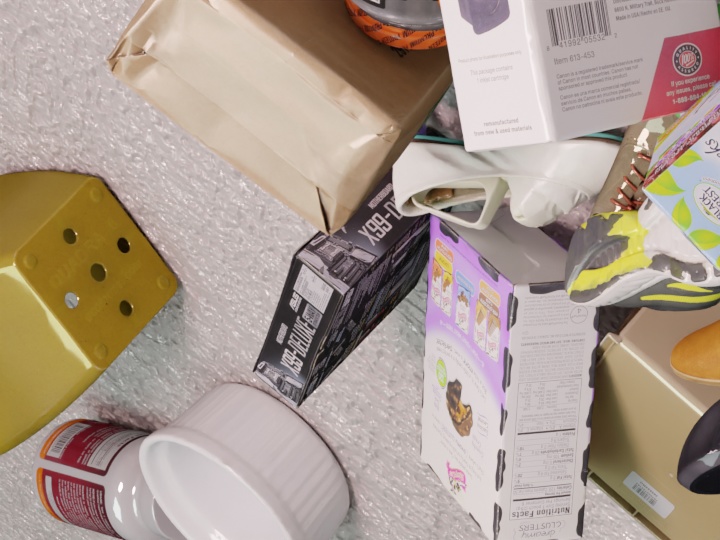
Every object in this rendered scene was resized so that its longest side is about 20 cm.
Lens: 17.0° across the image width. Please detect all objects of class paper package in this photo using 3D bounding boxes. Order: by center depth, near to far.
[{"bbox_3d":[-0.041,-0.145,1.611,0.191,0.200,0.104,38,119,-2],"label":"paper package"}]

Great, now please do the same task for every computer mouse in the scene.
[{"bbox_3d":[0.296,0.094,1.549,0.139,0.200,0.053,86,171,-67],"label":"computer mouse"}]

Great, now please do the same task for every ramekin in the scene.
[{"bbox_3d":[-0.105,0.202,2.291,0.200,0.098,0.201,32,149,22],"label":"ramekin"}]

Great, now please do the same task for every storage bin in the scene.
[{"bbox_3d":[0.249,0.119,1.731,0.200,0.094,0.199,41,152,7],"label":"storage bin"}]

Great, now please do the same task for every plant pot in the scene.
[{"bbox_3d":[-0.291,0.023,2.219,0.176,0.200,0.200,-19,113,46],"label":"plant pot"}]

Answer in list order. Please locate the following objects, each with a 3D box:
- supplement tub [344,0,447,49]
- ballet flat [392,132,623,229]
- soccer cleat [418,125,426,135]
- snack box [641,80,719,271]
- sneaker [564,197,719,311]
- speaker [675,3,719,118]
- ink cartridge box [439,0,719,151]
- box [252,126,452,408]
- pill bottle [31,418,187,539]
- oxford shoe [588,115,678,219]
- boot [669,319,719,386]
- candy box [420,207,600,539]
[{"bbox_3d":[0.037,-0.240,1.507,0.122,0.123,0.200,33,150,21],"label":"supplement tub"},{"bbox_3d":[0.104,-0.059,1.686,0.200,0.069,0.070,2,131,39],"label":"ballet flat"},{"bbox_3d":[-0.016,-0.166,1.737,0.200,0.067,0.076,52,146,-7],"label":"soccer cleat"},{"bbox_3d":[0.246,-0.101,1.278,0.068,0.200,0.169,47,-164,-2],"label":"snack box"},{"bbox_3d":[0.214,-0.017,1.500,0.085,0.075,0.200,11,167,-32],"label":"sneaker"},{"bbox_3d":[0.282,-0.082,1.432,0.200,0.088,0.089,33,149,21],"label":"speaker"},{"bbox_3d":[0.121,-0.180,1.381,0.084,0.145,0.200,-2,100,55],"label":"ink cartridge box"},{"bbox_3d":[0.000,0.000,1.831,0.050,0.158,0.200,39,152,10],"label":"box"},{"bbox_3d":[-0.240,0.220,2.472,0.200,0.113,0.113,9,135,48],"label":"pill bottle"},{"bbox_3d":[0.195,-0.060,1.567,0.070,0.075,0.200,28,138,12],"label":"oxford shoe"},{"bbox_3d":[0.266,-0.004,1.556,0.201,0.071,0.144,-11,119,37],"label":"boot"},{"bbox_3d":[0.105,0.075,1.734,0.168,0.071,0.200,-133,42,-63],"label":"candy box"}]
